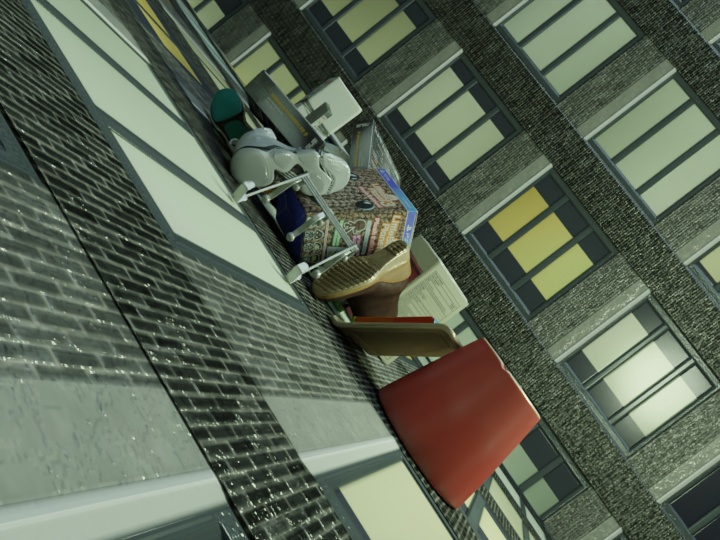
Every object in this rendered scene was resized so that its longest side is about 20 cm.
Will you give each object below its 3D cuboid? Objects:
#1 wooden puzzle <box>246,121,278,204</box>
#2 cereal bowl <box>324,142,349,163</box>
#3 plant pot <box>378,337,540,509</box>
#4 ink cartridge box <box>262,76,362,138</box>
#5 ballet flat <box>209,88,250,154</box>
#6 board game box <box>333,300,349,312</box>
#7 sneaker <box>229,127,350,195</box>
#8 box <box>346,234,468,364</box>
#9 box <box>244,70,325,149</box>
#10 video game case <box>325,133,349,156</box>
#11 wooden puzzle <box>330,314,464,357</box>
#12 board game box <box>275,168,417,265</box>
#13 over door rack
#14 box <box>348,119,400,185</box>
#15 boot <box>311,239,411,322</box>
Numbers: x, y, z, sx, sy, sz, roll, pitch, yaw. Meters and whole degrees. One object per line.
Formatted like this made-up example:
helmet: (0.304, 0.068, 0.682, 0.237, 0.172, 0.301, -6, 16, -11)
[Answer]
wooden puzzle: (-0.185, -0.193, 1.610, 0.187, 0.046, 0.200, 57, -1, 26)
cereal bowl: (-0.071, -0.185, 1.765, 0.202, 0.199, 0.083, 54, 44, -1)
plant pot: (0.149, 0.206, 1.180, 0.202, 0.176, 0.200, 54, 4, -5)
ink cartridge box: (-0.106, -0.295, 1.629, 0.085, 0.198, 0.144, 55, -1, -15)
ballet flat: (-0.229, -0.254, 1.478, 0.070, 0.069, 0.202, 51, 8, -45)
board game box: (0.000, 0.000, 1.492, 0.029, 0.133, 0.200, 54, 2, -15)
sneaker: (-0.118, -0.181, 1.317, 0.115, 0.195, 0.077, -118, -144, -55)
box: (0.081, 0.055, 1.542, 0.128, 0.198, 0.109, 52, 4, -35)
box: (-0.133, -0.258, 1.445, 0.159, 0.048, 0.200, 50, -3, -3)
video game case: (-0.081, -0.187, 1.849, 0.202, 0.182, 0.023, 55, 21, 19)
wooden puzzle: (0.070, 0.103, 1.275, 0.185, 0.195, 0.038, 49, 49, -64)
board game box: (-0.028, -0.094, 1.378, 0.160, 0.196, 0.099, -123, -143, -51)
over door rack: (-0.097, -0.060, 1.171, 0.149, 0.066, 0.199, 55, 26, 6)
box: (0.031, -0.189, 1.717, 0.201, 0.047, 0.162, 57, 34, -53)
boot: (0.001, 0.050, 1.320, 0.072, 0.197, 0.169, 42, -39, 33)
